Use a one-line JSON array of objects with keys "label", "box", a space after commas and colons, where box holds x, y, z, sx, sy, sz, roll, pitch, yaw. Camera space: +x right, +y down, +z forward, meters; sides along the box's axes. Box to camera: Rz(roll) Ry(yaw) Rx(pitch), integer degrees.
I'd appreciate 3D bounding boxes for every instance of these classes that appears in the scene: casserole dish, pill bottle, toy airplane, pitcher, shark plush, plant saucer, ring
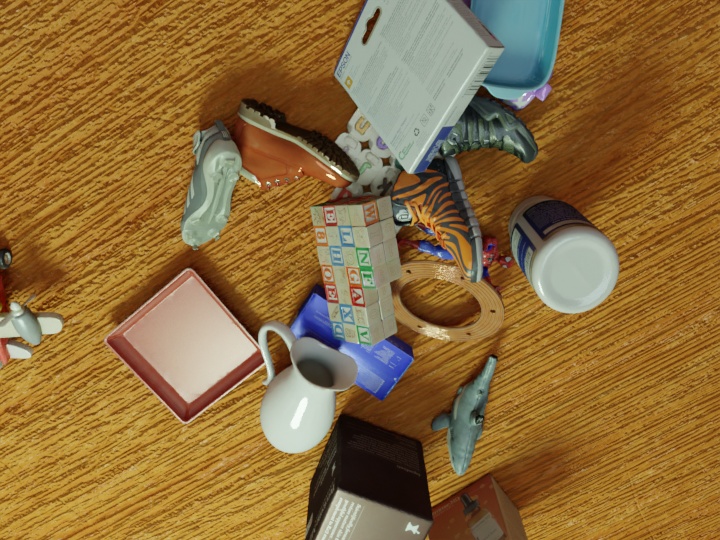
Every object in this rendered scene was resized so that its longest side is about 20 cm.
[{"label": "casserole dish", "box": [0.190, -0.320, 0.790, 0.117, 0.039, 0.206, 4, 102, -7]}, {"label": "pill bottle", "box": [0.275, -0.033, 0.893, 0.112, 0.201, 0.119, 0, 112, 0]}, {"label": "toy airplane", "box": [-0.581, 0.078, 0.959, 0.200, 0.142, 0.199, -43, 106, 14]}, {"label": "pitcher", "box": [-0.108, 0.184, 1.003, 0.170, 0.121, 0.202, 38, 131, 12]}, {"label": "shark plush", "box": [0.197, 0.236, 1.051, 0.089, 0.084, 0.203, 26, 108, -9]}, {"label": "plant saucer", "box": [-0.279, 0.121, 1.032, 0.198, 0.037, 0.201, -36, 106, 13]}, {"label": "ring", "box": [0.122, 0.045, 0.962, 0.195, 0.020, 0.203, 15, 146, 10]}]

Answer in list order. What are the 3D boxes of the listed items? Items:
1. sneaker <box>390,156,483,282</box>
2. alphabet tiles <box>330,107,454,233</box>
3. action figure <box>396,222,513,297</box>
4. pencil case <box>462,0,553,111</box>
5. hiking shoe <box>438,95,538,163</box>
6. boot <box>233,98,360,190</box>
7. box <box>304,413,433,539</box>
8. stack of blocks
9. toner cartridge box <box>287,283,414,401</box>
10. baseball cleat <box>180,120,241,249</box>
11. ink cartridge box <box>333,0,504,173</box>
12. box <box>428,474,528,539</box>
[{"label": "sneaker", "box": [0.101, -0.064, 0.883, 0.109, 0.204, 0.078, -11, 147, -2]}, {"label": "alphabet tiles", "box": [0.053, -0.152, 0.947, 0.198, 0.015, 0.197, 34, 104, -12]}, {"label": "action figure", "box": [0.152, -0.024, 0.944, 0.195, 0.099, 0.067, 12, 112, -18]}, {"label": "pencil case", "box": [0.169, -0.304, 0.855, 0.198, 0.086, 0.085, 34, 94, -13]}, {"label": "hiking shoe", "box": [0.156, -0.197, 0.898, 0.197, 0.076, 0.102, 33, 100, -1]}, {"label": "boot", "box": [-0.098, -0.154, 0.911, 0.196, 0.075, 0.109, 28, 112, 6]}, {"label": "box", "box": [0.009, 0.380, 1.041, 0.160, 0.201, 0.169, 21, 108, -8]}, {"label": "stack of blocks", "box": [0.000, 0.000, 0.914, 0.058, 0.113, 0.206, -21, 107, -41]}, {"label": "toner cartridge box", "box": [-0.018, 0.118, 1.029, 0.198, 0.043, 0.096, 34, 107, -11]}, {"label": "baseball cleat", "box": [-0.223, -0.129, 0.931, 0.068, 0.108, 0.201, 1, 142, -36]}, {"label": "ink cartridge box", "box": [0.065, -0.269, 0.819, 0.202, 0.043, 0.198, 56, 136, 22]}, {"label": "box", "box": [0.206, 0.484, 1.079, 0.151, 0.201, 0.107, -36, 108, 12]}]
